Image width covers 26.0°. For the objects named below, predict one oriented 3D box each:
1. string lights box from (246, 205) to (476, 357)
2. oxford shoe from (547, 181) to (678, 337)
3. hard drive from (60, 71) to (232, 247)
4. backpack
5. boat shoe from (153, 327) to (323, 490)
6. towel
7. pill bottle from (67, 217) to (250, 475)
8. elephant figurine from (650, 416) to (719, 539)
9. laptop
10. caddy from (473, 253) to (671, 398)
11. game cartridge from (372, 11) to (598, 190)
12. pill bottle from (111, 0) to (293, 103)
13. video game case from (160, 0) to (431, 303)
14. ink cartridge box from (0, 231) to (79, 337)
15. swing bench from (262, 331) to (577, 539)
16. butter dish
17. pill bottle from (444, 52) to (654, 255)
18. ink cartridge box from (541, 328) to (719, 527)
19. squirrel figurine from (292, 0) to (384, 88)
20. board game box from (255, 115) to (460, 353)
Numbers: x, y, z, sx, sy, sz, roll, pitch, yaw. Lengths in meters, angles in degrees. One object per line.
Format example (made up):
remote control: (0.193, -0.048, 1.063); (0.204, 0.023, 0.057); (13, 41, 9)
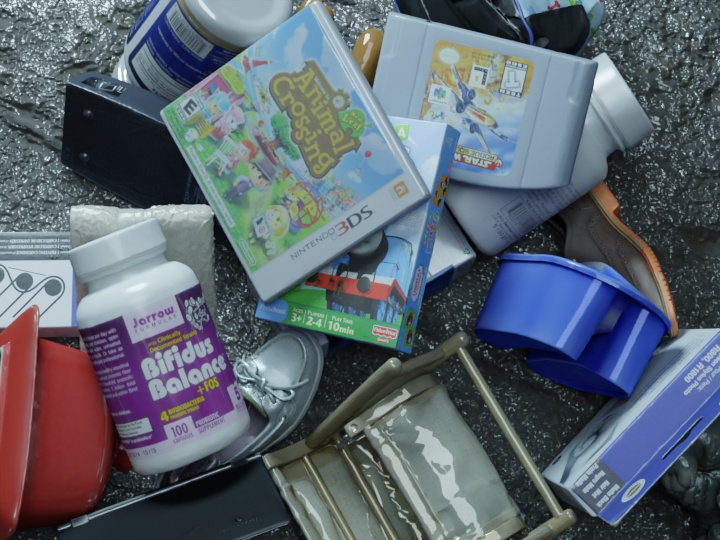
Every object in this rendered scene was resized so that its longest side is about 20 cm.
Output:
string lights box: (0.000, 0.000, 1.497); (0.199, 0.059, 0.103); (-29, 77, -11)
oxford shoe: (0.239, -0.006, 1.498); (0.072, 0.072, 0.201); (-26, 53, -4)
hard drive: (-0.189, -0.108, 1.485); (0.198, 0.135, 0.043); (26, 53, 4)
backpack: (0.129, -0.263, 1.528); (0.146, 0.183, 0.201); (-19, 70, -33)
boat shoe: (-0.111, 0.136, 1.420); (0.074, 0.065, 0.202); (44, 94, 15)
towel: (-0.194, 0.029, 1.425); (0.131, 0.202, 0.035); (-1, 30, -5)
pill bottle: (-0.177, 0.063, 1.335); (0.111, 0.112, 0.202); (-22, 95, -10)
elephant figurine: (0.338, 0.218, 1.431); (0.200, 0.155, 0.142); (45, 32, -1)
laptop: (-0.152, 0.245, 1.327); (0.185, 0.201, 0.117); (-18, 54, -9)
caddy: (0.195, 0.039, 1.430); (0.141, 0.200, 0.106); (30, 81, -21)
game cartridge: (0.105, -0.147, 1.411); (0.198, 0.041, 0.135); (15, 98, 14)
pill bottle: (-0.156, -0.216, 1.471); (0.115, 0.200, 0.117); (16, 58, -27)
video game case: (-0.060, -0.103, 1.374); (0.181, 0.022, 0.201); (-32, 82, 17)
ink cartridge box: (-0.282, 0.013, 1.484); (0.197, 0.044, 0.095); (-1, 75, -4)
swing bench: (0.047, 0.198, 1.390); (0.129, 0.200, 0.200); (-15, 70, -52)
butter dish: (-0.269, 0.151, 1.390); (0.146, 0.200, 0.202); (11, 70, -24)
pill bottle: (0.173, -0.114, 1.482); (0.199, 0.114, 0.115); (-34, 77, 10)
ink cartridge box: (0.254, 0.133, 1.383); (0.041, 0.200, 0.200); (44, 85, -2)
squirrel figurine: (-0.025, -0.141, 1.519); (0.186, 0.142, 0.201); (40, 89, -2)
board game box: (-0.003, -0.040, 1.395); (0.150, 0.037, 0.203); (10, 84, 29)
